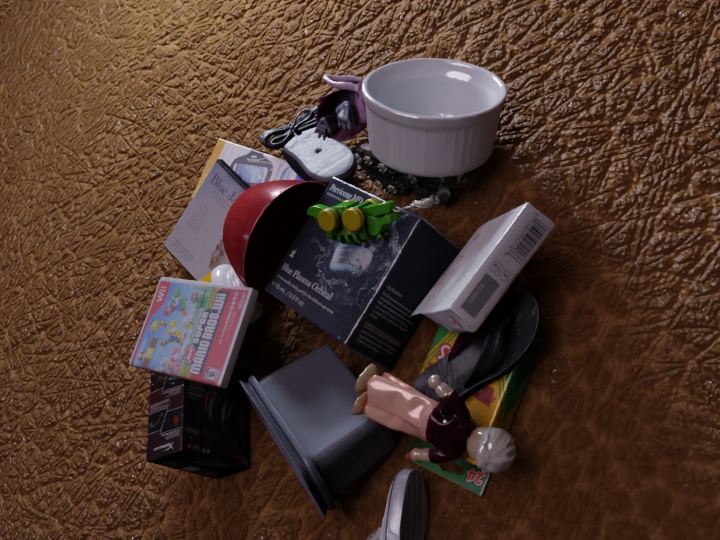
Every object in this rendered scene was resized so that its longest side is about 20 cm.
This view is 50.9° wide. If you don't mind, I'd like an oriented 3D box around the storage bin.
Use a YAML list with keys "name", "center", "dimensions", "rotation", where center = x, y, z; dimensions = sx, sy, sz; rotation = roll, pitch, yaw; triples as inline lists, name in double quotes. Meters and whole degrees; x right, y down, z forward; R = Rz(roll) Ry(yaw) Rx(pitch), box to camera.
- name: "storage bin"
  center: [-0.049, 0.207, 1.019]
  dimensions: [0.134, 0.146, 0.200]
  rotation: [-31, 46, -13]

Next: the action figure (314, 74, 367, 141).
- name: "action figure"
  center: [0.012, -0.283, 1.192]
  dimensions: [0.134, 0.150, 0.200]
  rotation: [30, 56, 34]

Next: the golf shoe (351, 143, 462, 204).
- name: "golf shoe"
  center: [0.074, -0.161, 1.147]
  dimensions: [0.199, 0.077, 0.088]
  rotation: [25, 65, 38]

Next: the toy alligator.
- name: "toy alligator"
  center: [0.012, -0.062, 0.994]
  dimensions: [0.199, 0.059, 0.055]
  rotation: [1, 109, 36]

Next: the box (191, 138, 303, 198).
- name: "box"
  center: [-0.184, -0.145, 1.318]
  dimensions: [0.199, 0.041, 0.120]
  rotation: [21, 82, 19]

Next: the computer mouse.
- name: "computer mouse"
  center: [-0.070, -0.192, 1.267]
  dimensions: [0.138, 0.053, 0.200]
  rotation: [-29, 49, -14]

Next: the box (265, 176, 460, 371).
- name: "box"
  center: [0.000, 0.000, 1.082]
  dimensions: [0.196, 0.117, 0.201]
  rotation: [29, 87, 43]

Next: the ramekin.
- name: "ramekin"
  center: [0.101, -0.215, 1.064]
  dimensions: [0.199, 0.098, 0.201]
  rotation: [0, 38, 0]

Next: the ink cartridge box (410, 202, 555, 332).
- name: "ink cartridge box"
  center: [0.145, 0.006, 0.949]
  dimensions: [0.050, 0.200, 0.163]
  rotation: [39, 80, -1]

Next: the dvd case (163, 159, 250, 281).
- name: "dvd case"
  center: [-0.245, -0.069, 1.303]
  dimensions: [0.143, 0.018, 0.200]
  rotation: [44, 113, 14]

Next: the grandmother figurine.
- name: "grandmother figurine"
  center: [0.087, 0.174, 0.881]
  dimensions: [0.199, 0.122, 0.061]
  rotation: [23, 42, 26]

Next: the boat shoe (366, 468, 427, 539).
- name: "boat shoe"
  center: [0.033, 0.341, 0.913]
  dimensions: [0.066, 0.073, 0.202]
  rotation: [-6, 65, 33]

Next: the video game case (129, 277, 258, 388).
- name: "video game case"
  center: [-0.245, 0.085, 1.099]
  dimensions: [0.199, 0.017, 0.144]
  rotation: [5, 71, 37]

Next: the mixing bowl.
- name: "mixing bowl"
  center: [-0.135, -0.057, 1.149]
  dimensions: [0.108, 0.200, 0.201]
  rotation: [27, 86, 33]

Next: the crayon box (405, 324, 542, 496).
- name: "crayon box"
  center: [0.130, 0.160, 0.945]
  dimensions: [0.126, 0.051, 0.201]
  rotation: [16, 79, 41]

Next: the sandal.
- name: "sandal"
  center: [0.135, 0.102, 0.902]
  dimensions: [0.200, 0.048, 0.075]
  rotation: [-45, 49, 12]

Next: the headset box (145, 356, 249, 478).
- name: "headset box"
  center: [-0.243, 0.198, 1.150]
  dimensions: [0.075, 0.148, 0.201]
  rotation: [-22, 56, 26]

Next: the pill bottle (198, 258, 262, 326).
- name: "pill bottle"
  center: [-0.237, 0.065, 1.239]
  dimensions: [0.199, 0.109, 0.110]
  rotation: [-36, 51, 19]
